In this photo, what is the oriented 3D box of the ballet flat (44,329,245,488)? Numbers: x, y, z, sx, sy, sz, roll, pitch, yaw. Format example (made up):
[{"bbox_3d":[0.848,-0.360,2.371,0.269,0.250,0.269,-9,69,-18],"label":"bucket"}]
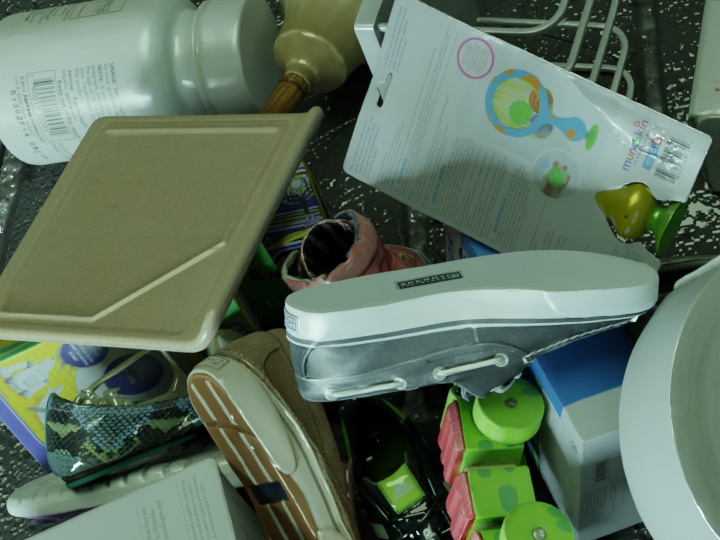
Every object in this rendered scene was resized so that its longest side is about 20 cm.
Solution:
[{"bbox_3d":[-0.100,0.072,1.047,0.200,0.074,0.074,-18,48,-20],"label":"ballet flat"}]

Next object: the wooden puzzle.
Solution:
[{"bbox_3d":[-0.130,-0.024,1.044,0.200,0.037,0.185,-1,49,34],"label":"wooden puzzle"}]

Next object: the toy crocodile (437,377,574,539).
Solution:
[{"bbox_3d":[0.071,0.122,0.916,0.062,0.068,0.200,-1,52,-11],"label":"toy crocodile"}]

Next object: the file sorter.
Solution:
[{"bbox_3d":[0.095,-0.139,1.074,0.124,0.200,0.139,6,59,21],"label":"file sorter"}]

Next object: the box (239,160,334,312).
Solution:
[{"bbox_3d":[-0.111,0.003,1.144,0.200,0.064,0.070,-25,51,5],"label":"box"}]

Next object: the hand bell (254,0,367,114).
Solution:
[{"bbox_3d":[-0.048,-0.120,1.154,0.104,0.104,0.200,6,48,26],"label":"hand bell"}]

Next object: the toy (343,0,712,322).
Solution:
[{"bbox_3d":[0.095,-0.068,0.960,0.200,0.115,0.047,30,27,24],"label":"toy"}]

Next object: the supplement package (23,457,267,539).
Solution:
[{"bbox_3d":[-0.141,0.216,0.973,0.200,0.117,0.117,-24,51,5],"label":"supplement package"}]

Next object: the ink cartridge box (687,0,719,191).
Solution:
[{"bbox_3d":[0.295,-0.151,1.068,0.145,0.088,0.200,0,55,23],"label":"ink cartridge box"}]

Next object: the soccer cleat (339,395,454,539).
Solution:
[{"bbox_3d":[0.038,0.153,0.964,0.067,0.081,0.200,-32,51,-1],"label":"soccer cleat"}]

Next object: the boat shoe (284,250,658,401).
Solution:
[{"bbox_3d":[0.061,0.035,0.906,0.199,0.068,0.072,-8,18,-3],"label":"boat shoe"}]

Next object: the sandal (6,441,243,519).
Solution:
[{"bbox_3d":[-0.134,0.144,1.059,0.202,0.082,0.050,-12,96,24],"label":"sandal"}]

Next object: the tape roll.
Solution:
[{"bbox_3d":[0.237,0.080,0.873,0.202,0.071,0.203,3,75,-12],"label":"tape roll"}]

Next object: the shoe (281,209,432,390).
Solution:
[{"bbox_3d":[0.000,0.000,1.027,0.071,0.091,0.200,-42,18,2],"label":"shoe"}]

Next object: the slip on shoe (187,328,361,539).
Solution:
[{"bbox_3d":[-0.026,0.127,0.961,0.061,0.200,0.076,-34,8,-33],"label":"slip on shoe"}]

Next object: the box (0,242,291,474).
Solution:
[{"bbox_3d":[-0.140,0.047,1.090,0.200,0.117,0.048,-27,44,3],"label":"box"}]

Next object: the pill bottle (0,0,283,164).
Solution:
[{"bbox_3d":[-0.162,-0.144,1.236,0.200,0.114,0.115,-6,55,19],"label":"pill bottle"}]

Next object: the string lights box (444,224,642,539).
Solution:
[{"bbox_3d":[0.110,0.046,0.990,0.059,0.103,0.200,-18,50,-10],"label":"string lights box"}]

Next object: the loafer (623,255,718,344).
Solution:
[{"bbox_3d":[0.244,0.023,0.977,0.200,0.070,0.070,-2,56,21],"label":"loafer"}]
